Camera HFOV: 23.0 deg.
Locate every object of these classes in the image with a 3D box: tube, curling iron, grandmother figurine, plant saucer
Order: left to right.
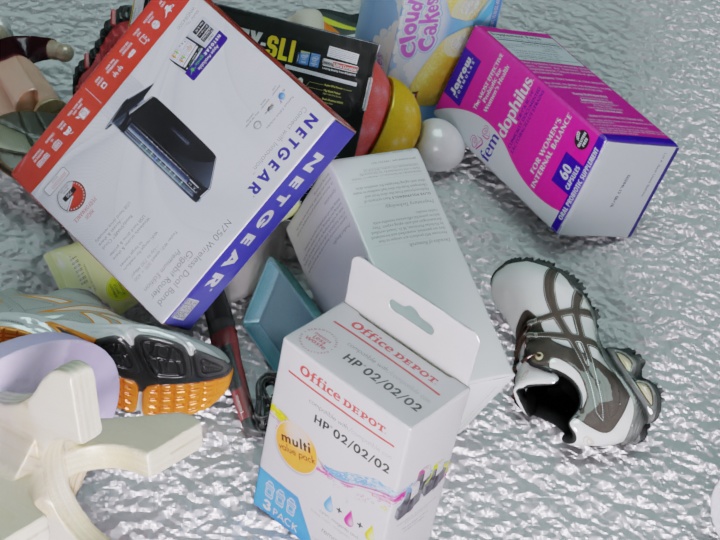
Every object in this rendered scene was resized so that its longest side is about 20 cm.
[{"bbox_3d":[-0.313,-0.175,1.573,0.121,0.061,0.200,-22,41,-17],"label":"grandmother figurine"},{"bbox_3d":[-0.143,-0.024,1.377,0.200,0.052,0.058,-27,32,-1],"label":"tube"},{"bbox_3d":[-0.095,0.050,1.362,0.050,0.026,0.200,-17,52,-14],"label":"curling iron"},{"bbox_3d":[-0.031,0.075,1.333,0.019,0.070,0.200,1,36,-35],"label":"plant saucer"}]

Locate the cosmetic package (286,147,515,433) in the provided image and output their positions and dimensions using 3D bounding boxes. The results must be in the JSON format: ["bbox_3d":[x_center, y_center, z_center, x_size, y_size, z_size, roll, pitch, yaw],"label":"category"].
[{"bbox_3d":[0.026,0.022,1.332,0.085,0.108,0.200,-10,66,-29],"label":"cosmetic package"}]

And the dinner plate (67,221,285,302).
[{"bbox_3d":[-0.152,-0.057,1.458,0.200,0.024,0.200,16,48,-18],"label":"dinner plate"}]

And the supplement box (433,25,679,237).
[{"bbox_3d":[0.174,-0.128,1.609,0.103,0.101,0.200,1,35,-40],"label":"supplement box"}]

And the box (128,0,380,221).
[{"bbox_3d":[-0.097,-0.128,1.429,0.200,0.160,0.049,10,2,-21],"label":"box"}]

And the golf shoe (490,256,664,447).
[{"bbox_3d":[0.148,0.062,1.393,0.094,0.078,0.200,-14,43,-30],"label":"golf shoe"}]

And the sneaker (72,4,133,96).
[{"bbox_3d":[-0.180,-0.174,1.525,0.095,0.200,0.079,-3,80,-27],"label":"sneaker"}]

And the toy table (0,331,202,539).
[{"bbox_3d":[-0.204,0.124,1.146,0.117,0.184,0.200,20,47,36],"label":"toy table"}]

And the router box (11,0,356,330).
[{"bbox_3d":[-0.134,-0.089,1.323,0.179,0.200,0.049,42,7,20],"label":"router box"}]

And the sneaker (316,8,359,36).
[{"bbox_3d":[-0.055,-0.211,1.704,0.200,0.075,0.085,-1,32,-31],"label":"sneaker"}]

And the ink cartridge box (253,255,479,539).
[{"bbox_3d":[0.001,0.104,1.193,0.115,0.200,0.068,33,42,26],"label":"ink cartridge box"}]

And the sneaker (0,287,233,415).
[{"bbox_3d":[-0.192,0.048,1.321,0.200,0.076,0.092,11,33,-4],"label":"sneaker"}]

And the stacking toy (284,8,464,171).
[{"bbox_3d":[0.002,-0.135,1.597,0.200,0.146,0.146,23,34,-19],"label":"stacking toy"}]

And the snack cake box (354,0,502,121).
[{"bbox_3d":[0.062,-0.234,1.648,0.115,0.200,0.067,-13,44,-29],"label":"snack cake box"}]

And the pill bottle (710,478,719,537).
[{"bbox_3d":[0.348,0.140,1.317,0.114,0.114,0.200,31,41,23],"label":"pill bottle"}]

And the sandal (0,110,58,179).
[{"bbox_3d":[-0.221,-0.080,1.495,0.200,0.055,0.082,9,48,-28],"label":"sandal"}]
